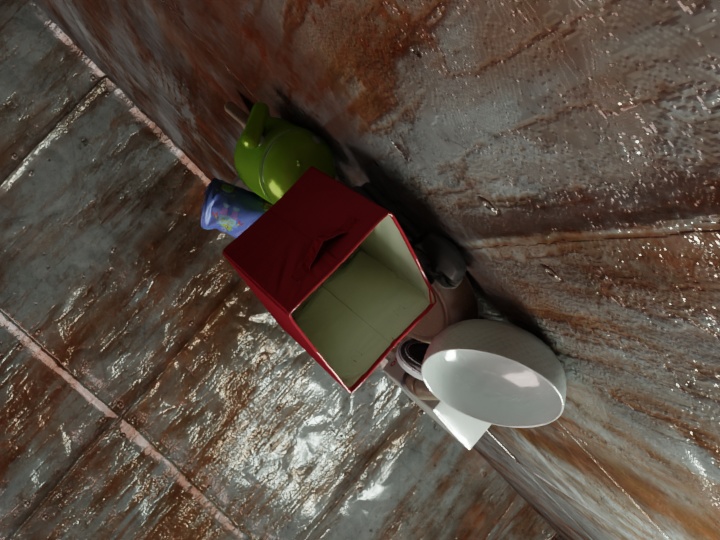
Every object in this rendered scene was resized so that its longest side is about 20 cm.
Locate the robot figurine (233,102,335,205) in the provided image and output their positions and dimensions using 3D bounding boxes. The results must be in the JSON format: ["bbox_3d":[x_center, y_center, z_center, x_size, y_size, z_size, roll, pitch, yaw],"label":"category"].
[{"bbox_3d":[-0.111,-0.155,1.022,0.175,0.117,0.199,42,174,-38],"label":"robot figurine"}]

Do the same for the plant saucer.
[{"bbox_3d":[0.079,0.035,1.021,0.198,0.037,0.203,30,141,27],"label":"plant saucer"}]

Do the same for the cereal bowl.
[{"bbox_3d":[0.186,0.130,0.963,0.195,0.085,0.202,16,146,11],"label":"cereal bowl"}]

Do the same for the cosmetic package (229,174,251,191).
[{"bbox_3d":[-0.166,-0.137,1.451,0.200,0.108,0.085,48,173,-18],"label":"cosmetic package"}]

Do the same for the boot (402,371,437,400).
[{"bbox_3d":[0.173,0.186,1.190,0.195,0.072,0.146,5,-179,-24],"label":"boot"}]

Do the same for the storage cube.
[{"bbox_3d":[-0.039,0.006,0.899,0.179,0.171,0.201,34,164,45],"label":"storage cube"}]

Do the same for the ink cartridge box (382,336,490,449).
[{"bbox_3d":[0.172,0.218,1.395,0.145,0.148,0.199,47,172,-31],"label":"ink cartridge box"}]

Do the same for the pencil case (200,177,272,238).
[{"bbox_3d":[-0.151,-0.071,1.083,0.196,0.088,0.079,21,-145,-9],"label":"pencil case"}]

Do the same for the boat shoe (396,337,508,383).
[{"bbox_3d":[0.148,0.139,1.079,0.195,0.073,0.068,17,153,16],"label":"boat shoe"}]

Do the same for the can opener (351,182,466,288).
[{"bbox_3d":[0.065,-0.051,0.932,0.199,0.067,0.052,42,-144,20],"label":"can opener"}]

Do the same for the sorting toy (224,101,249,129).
[{"bbox_3d":[-0.140,-0.205,1.241,0.184,0.037,0.200,42,176,21],"label":"sorting toy"}]
